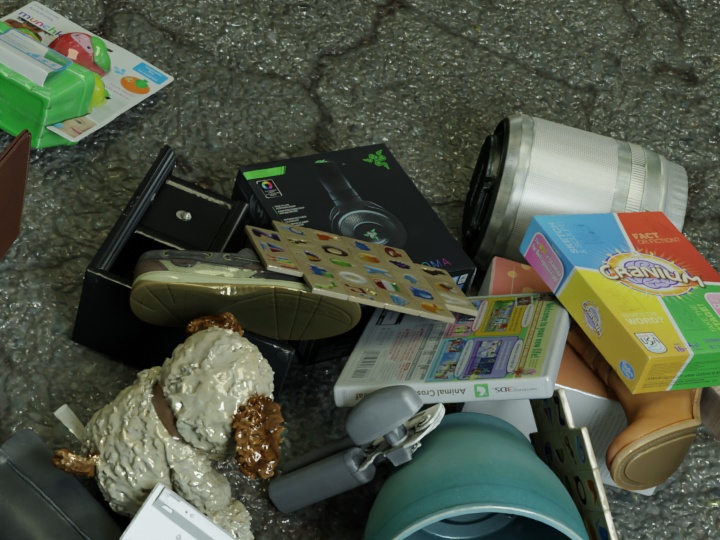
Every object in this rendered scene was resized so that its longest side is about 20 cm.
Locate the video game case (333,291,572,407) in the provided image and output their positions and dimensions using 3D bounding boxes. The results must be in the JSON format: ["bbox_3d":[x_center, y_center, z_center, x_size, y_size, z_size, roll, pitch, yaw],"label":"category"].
[{"bbox_3d":[0.084,0.066,1.554,0.180,0.022,0.200,-4,19,13],"label":"video game case"}]

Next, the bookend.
[{"bbox_3d":[-0.134,0.009,1.676,0.198,0.093,0.199,23,41,3],"label":"bookend"}]

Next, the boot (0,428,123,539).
[{"bbox_3d":[-0.257,0.227,1.418,0.200,0.066,0.164,43,38,21],"label":"boot"}]

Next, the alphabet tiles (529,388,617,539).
[{"bbox_3d":[0.181,0.198,1.506,0.006,0.166,0.202,-14,86,-11],"label":"alphabet tiles"}]

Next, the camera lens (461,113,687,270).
[{"bbox_3d":[0.210,-0.061,1.825,0.198,0.161,0.161,14,42,-5],"label":"camera lens"}]

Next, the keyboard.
[{"bbox_3d":[-0.096,0.247,1.425,0.200,0.011,0.056,39,77,-13],"label":"keyboard"}]

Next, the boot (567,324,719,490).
[{"bbox_3d":[0.236,0.097,1.571,0.199,0.077,0.155,-28,58,-36],"label":"boot"}]

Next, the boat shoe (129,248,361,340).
[{"bbox_3d":[-0.098,0.012,1.562,0.199,0.072,0.066,4,50,-9],"label":"boat shoe"}]

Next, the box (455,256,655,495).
[{"bbox_3d":[0.197,0.097,1.692,0.198,0.107,0.153,16,42,-4],"label":"box"}]

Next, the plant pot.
[{"bbox_3d":[0.092,0.218,1.472,0.198,0.202,0.188,12,28,-8],"label":"plant pot"}]

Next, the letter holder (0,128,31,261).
[{"bbox_3d":[-0.378,-0.041,1.602,0.100,0.143,0.201,21,42,3],"label":"letter holder"}]

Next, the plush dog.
[{"bbox_3d":[-0.141,0.119,1.465,0.160,0.172,0.201,28,26,-46],"label":"plush dog"}]

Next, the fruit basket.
[{"bbox_3d":[-0.311,-0.210,1.845,0.184,0.094,0.200,30,39,12],"label":"fruit basket"}]

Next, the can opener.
[{"bbox_3d":[-0.011,0.142,1.501,0.067,0.199,0.053,53,43,-11],"label":"can opener"}]

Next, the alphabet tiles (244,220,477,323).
[{"bbox_3d":[0.000,0.000,1.595,0.198,0.006,0.167,13,17,-20],"label":"alphabet tiles"}]

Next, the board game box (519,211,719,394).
[{"bbox_3d":[0.252,0.024,1.591,0.152,0.041,0.200,-3,39,-31],"label":"board game box"}]

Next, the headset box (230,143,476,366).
[{"bbox_3d":[-0.017,-0.024,1.754,0.173,0.093,0.201,-11,49,-30],"label":"headset box"}]
